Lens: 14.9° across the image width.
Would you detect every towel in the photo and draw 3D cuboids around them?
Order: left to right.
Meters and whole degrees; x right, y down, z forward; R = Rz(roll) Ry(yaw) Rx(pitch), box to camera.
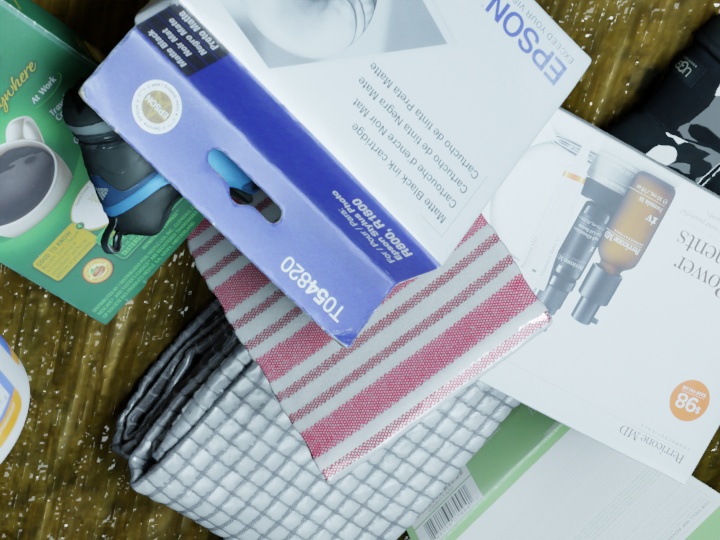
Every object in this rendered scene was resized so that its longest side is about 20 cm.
[{"bbox_3d":[-0.022,0.068,1.569,0.166,0.086,0.200,34,103,-31],"label":"towel"},{"bbox_3d":[0.000,0.000,1.448,0.146,0.200,0.030,-36,146,7],"label":"towel"}]

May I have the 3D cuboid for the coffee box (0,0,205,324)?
[{"bbox_3d":[-0.168,-0.065,1.425,0.123,0.044,0.200,-47,130,13],"label":"coffee box"}]

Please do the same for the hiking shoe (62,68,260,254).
[{"bbox_3d":[-0.060,-0.082,1.413,0.200,0.074,0.087,-22,113,-27],"label":"hiking shoe"}]

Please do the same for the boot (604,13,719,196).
[{"bbox_3d":[0.202,-0.032,1.588,0.168,0.076,0.200,-43,124,8],"label":"boot"}]

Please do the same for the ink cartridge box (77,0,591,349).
[{"bbox_3d":[-0.008,-0.097,1.368,0.200,0.041,0.200,44,70,-20],"label":"ink cartridge box"}]

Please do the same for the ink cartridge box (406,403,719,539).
[{"bbox_3d":[0.144,0.159,1.736,0.146,0.048,0.200,-46,130,15],"label":"ink cartridge box"}]

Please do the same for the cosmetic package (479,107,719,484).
[{"bbox_3d":[0.128,0.007,1.503,0.200,0.052,0.151,27,97,-20],"label":"cosmetic package"}]

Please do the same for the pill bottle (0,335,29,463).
[{"bbox_3d":[-0.264,0.026,1.411,0.112,0.112,0.200,-32,131,3],"label":"pill bottle"}]
